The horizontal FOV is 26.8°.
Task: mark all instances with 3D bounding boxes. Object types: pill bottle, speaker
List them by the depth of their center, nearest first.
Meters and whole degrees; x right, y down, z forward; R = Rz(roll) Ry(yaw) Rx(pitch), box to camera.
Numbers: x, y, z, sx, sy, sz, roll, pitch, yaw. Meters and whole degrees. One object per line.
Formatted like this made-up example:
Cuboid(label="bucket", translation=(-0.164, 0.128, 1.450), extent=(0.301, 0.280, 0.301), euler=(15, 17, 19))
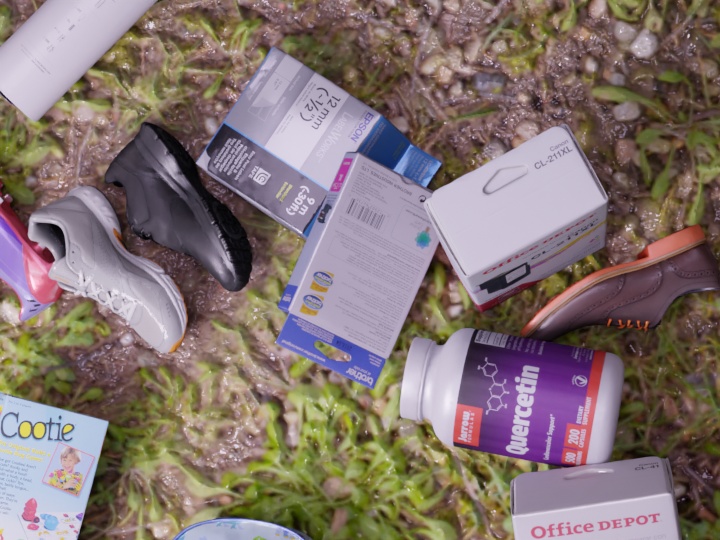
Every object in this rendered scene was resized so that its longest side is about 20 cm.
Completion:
Cuboid(label="pill bottle", translation=(0.141, 0.118, 1.410), extent=(0.199, 0.112, 0.113), euler=(9, 82, 10))
Cuboid(label="speaker", translation=(-0.295, -0.248, 1.555), extent=(0.081, 0.081, 0.200), euler=(44, 89, 13))

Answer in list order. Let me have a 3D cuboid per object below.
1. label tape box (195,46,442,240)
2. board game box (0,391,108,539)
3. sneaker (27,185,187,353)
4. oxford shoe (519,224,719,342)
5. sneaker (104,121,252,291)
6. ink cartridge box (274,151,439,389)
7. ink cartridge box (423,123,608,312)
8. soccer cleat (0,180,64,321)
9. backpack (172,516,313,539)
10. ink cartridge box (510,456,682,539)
Cuboid(label="label tape box", translation=(-0.041, -0.108, 1.501), extent=(0.199, 0.066, 0.144), euler=(33, 87, 14))
Cuboid(label="board game box", translation=(-0.325, 0.226, 1.449), extent=(0.104, 0.103, 0.201), euler=(17, 82, -20))
Cuboid(label="sneaker", translation=(-0.255, 0.010, 1.488), extent=(0.200, 0.092, 0.076), euler=(48, 132, 15))
Cuboid(label="oxford shoe", translation=(0.248, 0.030, 1.432), extent=(0.199, 0.071, 0.073), euler=(-27, 82, 3))
Cuboid(label="sneaker", translation=(-0.182, -0.051, 1.517), extent=(0.091, 0.076, 0.200), euler=(-40, 70, 10))
Cuboid(label="ink cartridge box", translation=(0.000, 0.000, 1.461), extent=(0.119, 0.042, 0.201), euler=(26, 82, -24))
Cuboid(label="ink cartridge box", translation=(0.147, -0.043, 1.392), extent=(0.145, 0.200, 0.083), euler=(-28, 77, 3))
Cuboid(label="soccer cleat", translation=(-0.377, -0.039, 1.542), extent=(0.076, 0.067, 0.200), euler=(-45, 80, 4))
Cuboid(label="backpack", translation=(-0.113, 0.330, 1.395), extent=(0.182, 0.147, 0.201), euler=(7, 79, 7))
Cuboid(label="ink cartridge box", translation=(0.219, 0.281, 1.348), extent=(0.147, 0.086, 0.201), euler=(-10, 106, 8))
